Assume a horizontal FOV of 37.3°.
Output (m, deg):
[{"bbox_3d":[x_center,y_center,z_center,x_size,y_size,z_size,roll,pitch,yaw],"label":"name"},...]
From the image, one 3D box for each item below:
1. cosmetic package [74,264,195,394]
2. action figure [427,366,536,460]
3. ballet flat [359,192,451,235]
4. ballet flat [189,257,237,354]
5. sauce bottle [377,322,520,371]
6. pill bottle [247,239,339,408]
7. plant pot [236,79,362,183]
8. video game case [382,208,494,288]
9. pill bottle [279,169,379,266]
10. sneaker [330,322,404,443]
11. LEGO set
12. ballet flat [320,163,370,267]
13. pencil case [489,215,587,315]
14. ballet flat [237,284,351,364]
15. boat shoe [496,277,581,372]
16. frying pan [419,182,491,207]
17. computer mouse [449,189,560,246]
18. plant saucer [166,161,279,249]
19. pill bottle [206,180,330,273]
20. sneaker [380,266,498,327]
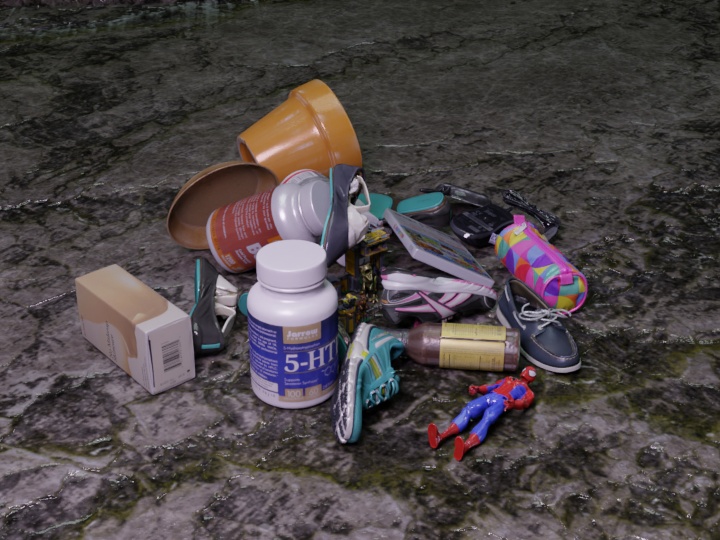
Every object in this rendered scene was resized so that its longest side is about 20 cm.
[{"bbox_3d":[-0.315,0.079,1.486,0.071,0.105,0.200,-22,33,-35],"label":"cosmetic package"},{"bbox_3d":[0.169,0.172,1.370,0.065,0.052,0.200,17,30,36],"label":"action figure"},{"bbox_3d":[0.063,-0.092,1.836,0.200,0.068,0.068,2,46,29],"label":"ballet flat"},{"bbox_3d":[-0.217,0.055,1.564,0.068,0.068,0.200,6,37,-6],"label":"ballet flat"},{"bbox_3d":[0.120,0.103,1.479,0.200,0.065,0.065,5,28,8],"label":"sauce bottle"},{"bbox_3d":[-0.088,0.068,1.400,0.120,0.200,0.120,0,28,0],"label":"pill bottle"},{"bbox_3d":[-0.124,-0.231,2.006,0.183,0.200,0.200,-27,35,-14],"label":"plant pot"},{"bbox_3d":[0.121,-0.036,1.706,0.143,0.018,0.200,23,14,-20],"label":"video game case"},{"bbox_3d":[-0.053,-0.086,1.786,0.114,0.114,0.200,-16,32,-27],"label":"pill bottle"},{"bbox_3d":[0.012,0.144,1.384,0.080,0.078,0.200,21,41,-2],"label":"sneaker"},{"bbox_3d":[0.000,0.000,1.617,0.200,0.116,0.154,-15,31,-26],"label":"LEGO set"},{"bbox_3d":[-0.019,-0.086,1.596,0.073,0.073,0.200,2,47,4],"label":"ballet flat"},{"bbox_3d":[0.278,-0.008,1.668,0.088,0.088,0.200,-8,31,-15],"label":"pencil case"},{"bbox_3d":[-0.080,0.067,1.528,0.200,0.068,0.075,25,27,21],"label":"ballet flat"},{"bbox_3d":[0.257,0.075,1.534,0.075,0.062,0.200,-5,29,-14],"label":"boat shoe"},{"bbox_3d":[0.156,-0.141,1.906,0.190,0.031,0.115,15,6,-33],"label":"frying pan"},{"bbox_3d":[0.251,-0.067,1.835,0.140,0.046,0.200,33,41,28],"label":"computer mouse"},{"bbox_3d":[-0.230,-0.115,1.753,0.200,0.200,0.035,-16,57,-27],"label":"plant saucer"},{"bbox_3d":[-0.135,-0.073,1.687,0.200,0.112,0.112,-18,18,29],"label":"pill bottle"},{"bbox_3d":[0.108,0.049,1.579,0.200,0.086,0.080,9,5,-29],"label":"sneaker"}]
